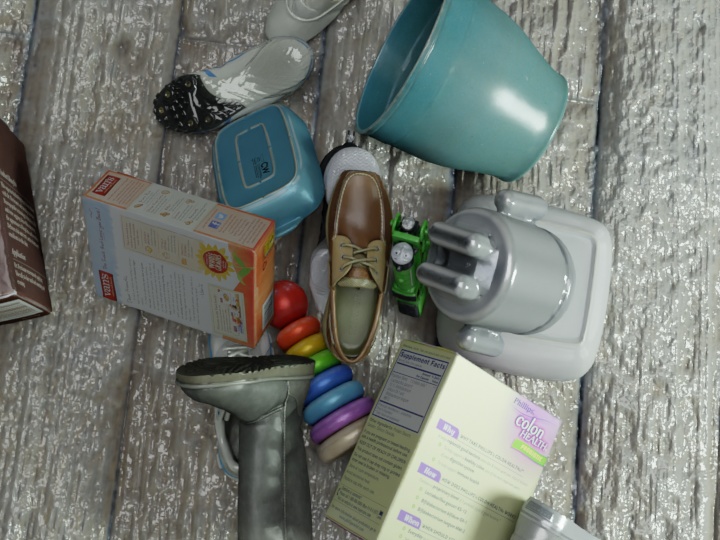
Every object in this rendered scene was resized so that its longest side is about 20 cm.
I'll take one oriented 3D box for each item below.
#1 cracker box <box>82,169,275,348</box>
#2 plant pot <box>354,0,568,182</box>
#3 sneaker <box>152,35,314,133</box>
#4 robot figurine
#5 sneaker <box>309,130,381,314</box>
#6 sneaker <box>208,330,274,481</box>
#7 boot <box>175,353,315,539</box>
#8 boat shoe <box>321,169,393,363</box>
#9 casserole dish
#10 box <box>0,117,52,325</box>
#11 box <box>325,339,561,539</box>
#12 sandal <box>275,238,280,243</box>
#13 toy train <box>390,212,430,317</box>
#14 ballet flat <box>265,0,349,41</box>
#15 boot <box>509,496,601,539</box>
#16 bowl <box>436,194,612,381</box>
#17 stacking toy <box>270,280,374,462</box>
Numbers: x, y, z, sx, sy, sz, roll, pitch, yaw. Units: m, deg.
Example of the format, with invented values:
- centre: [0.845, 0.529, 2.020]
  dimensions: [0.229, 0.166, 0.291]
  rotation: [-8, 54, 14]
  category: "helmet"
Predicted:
- centre: [-0.188, -0.012, 1.034]
  dimensions: [0.196, 0.136, 0.058]
  rotation: [17, 42, 12]
  category: "cracker box"
- centre: [0.121, -0.200, 1.099]
  dimensions: [0.185, 0.200, 0.203]
  rotation: [26, 79, -17]
  category: "plant pot"
- centre: [-0.143, -0.210, 1.135]
  dimensions: [0.196, 0.072, 0.073]
  rotation: [-20, 94, 6]
  category: "sneaker"
- centre: [0.144, 0.003, 1.001]
  dimensions: [0.198, 0.112, 0.173]
  rotation: [14, 98, -45]
  category: "robot figurine"
- centre: [-0.016, -0.055, 1.113]
  dimensions: [0.074, 0.114, 0.204]
  rotation: [6, 116, -6]
  category: "sneaker"
- centre: [-0.128, 0.125, 1.068]
  dimensions: [0.073, 0.087, 0.205]
  rotation: [-5, 80, -5]
  category: "sneaker"
- centre: [-0.113, 0.192, 0.994]
  dimensions: [0.179, 0.072, 0.205]
  rotation: [3, 97, -41]
  category: "boot"
- centre: [0.000, 0.000, 1.020]
  dimensions: [0.074, 0.074, 0.205]
  rotation: [1, 101, -6]
  category: "boat shoe"
- centre: [-0.108, -0.113, 1.072]
  dimensions: [0.119, 0.039, 0.202]
  rotation: [-25, 45, 8]
  category: "casserole dish"
- centre: [-0.432, -0.044, 1.023]
  dimensions: [0.161, 0.166, 0.205]
  rotation: [-12, 82, -6]
  category: "box"
- centre: [0.089, 0.205, 1.026]
  dimensions: [0.175, 0.096, 0.203]
  rotation: [31, 79, -32]
  category: "box"
- centre: [-0.118, -0.056, 1.110]
  dimensions: [0.078, 0.059, 0.209]
  rotation: [30, 79, 0]
  category: "sandal"
- centre: [0.053, 0.000, 1.048]
  dimensions: [0.041, 0.200, 0.057]
  rotation: [16, 73, 12]
  category: "toy train"
- centre: [-0.033, -0.341, 1.160]
  dimensions: [0.199, 0.069, 0.070]
  rotation: [-38, 86, -10]
  category: "ballet flat"
- centre: [0.207, 0.312, 1.039]
  dimensions: [0.199, 0.073, 0.097]
  rotation: [38, 80, -42]
  category: "boot"
- centre: [0.195, 0.016, 1.123]
  dimensions: [0.196, 0.075, 0.204]
  rotation: [12, 81, -5]
  category: "bowl"
- centre: [-0.053, 0.105, 1.088]
  dimensions: [0.084, 0.086, 0.202]
  rotation: [-28, 78, -9]
  category: "stacking toy"
